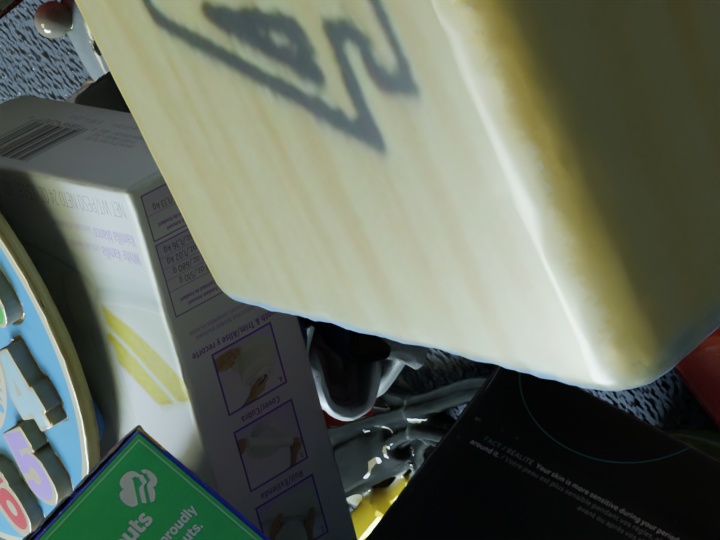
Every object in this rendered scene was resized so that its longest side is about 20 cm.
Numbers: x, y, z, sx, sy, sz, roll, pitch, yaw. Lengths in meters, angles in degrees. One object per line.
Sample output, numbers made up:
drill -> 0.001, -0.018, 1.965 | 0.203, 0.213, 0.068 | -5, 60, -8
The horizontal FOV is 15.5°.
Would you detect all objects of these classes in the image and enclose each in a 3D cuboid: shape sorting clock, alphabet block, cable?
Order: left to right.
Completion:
shape sorting clock -> -0.168, 0.019, 1.009 | 0.200, 0.039, 0.201 | 35, 139, 36
cable -> 0.027, 0.065, 1.171 | 0.200, 0.050, 0.098 | -28, 73, 50
alphabet block -> 0.038, -0.113, 0.725 | 0.196, 0.195, 0.201 | 10, 131, 50

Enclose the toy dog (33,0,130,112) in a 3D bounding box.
toy dog -> -0.116, -0.023, 1.117 | 0.132, 0.096, 0.201 | -55, 49, 52

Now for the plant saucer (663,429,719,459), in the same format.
plant saucer -> 0.172, 0.136, 1.020 | 0.200, 0.031, 0.201 | 38, 150, 27

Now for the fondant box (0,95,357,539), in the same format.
fondant box -> -0.081, 0.042, 0.996 | 0.144, 0.058, 0.201 | 12, 125, 49

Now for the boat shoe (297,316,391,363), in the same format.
boat shoe -> 0.000, 0.000, 0.984 | 0.199, 0.069, 0.084 | 4, 161, 28

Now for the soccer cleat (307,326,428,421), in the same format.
soccer cleat -> -0.024, 0.027, 1.117 | 0.200, 0.069, 0.087 | 143, 130, -63

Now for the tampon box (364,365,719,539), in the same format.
tampon box -> 0.084, 0.162, 0.964 | 0.149, 0.126, 0.201 | 26, 149, 25

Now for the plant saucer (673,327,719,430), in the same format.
plant saucer -> 0.193, 0.051, 0.847 | 0.200, 0.037, 0.200 | 53, 157, 16

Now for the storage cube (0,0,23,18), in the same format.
storage cube -> -0.242, -0.162, 1.100 | 0.179, 0.200, 0.172 | -9, 117, 43

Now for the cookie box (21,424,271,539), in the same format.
cookie box -> -0.034, 0.170, 0.908 | 0.200, 0.075, 0.171 | 39, 153, 9
